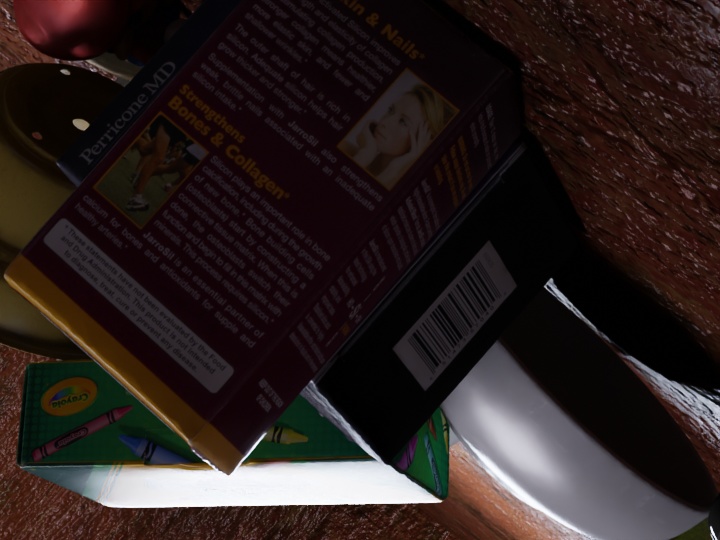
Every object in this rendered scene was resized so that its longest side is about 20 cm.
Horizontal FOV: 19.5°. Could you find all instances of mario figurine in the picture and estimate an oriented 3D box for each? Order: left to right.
[{"bbox_3d":[-0.120,-0.159,1.189,0.122,0.107,0.200,5,176,11],"label":"mario figurine"}]

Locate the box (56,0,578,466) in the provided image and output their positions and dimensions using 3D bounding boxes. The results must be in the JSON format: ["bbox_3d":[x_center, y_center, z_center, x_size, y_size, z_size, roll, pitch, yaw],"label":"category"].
[{"bbox_3d":[-0.021,-0.032,1.001,0.200,0.148,0.104,37,172,32],"label":"box"}]

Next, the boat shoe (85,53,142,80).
[{"bbox_3d":[-0.192,-0.194,1.327,0.200,0.072,0.066,33,-166,-6],"label":"boat shoe"}]

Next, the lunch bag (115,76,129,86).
[{"bbox_3d":[-0.090,-0.046,1.394,0.167,0.140,0.200,33,176,-27],"label":"lunch bag"}]

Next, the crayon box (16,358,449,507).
[{"bbox_3d":[-0.063,0.084,1.092,0.198,0.059,0.119,-3,163,17],"label":"crayon box"}]

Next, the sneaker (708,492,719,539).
[{"bbox_3d":[0.241,0.142,0.971,0.199,0.067,0.091,32,166,37],"label":"sneaker"}]

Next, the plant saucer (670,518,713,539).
[{"bbox_3d":[0.151,0.120,1.399,0.200,0.048,0.200,44,173,-18],"label":"plant saucer"}]

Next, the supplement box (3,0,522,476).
[{"bbox_3d":[-0.036,-0.030,0.878,0.110,0.200,0.086,39,174,15],"label":"supplement box"}]

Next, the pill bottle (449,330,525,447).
[{"bbox_3d":[0.000,0.000,1.188,0.200,0.114,0.114,51,170,-19],"label":"pill bottle"}]

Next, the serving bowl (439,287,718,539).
[{"bbox_3d":[0.093,0.072,1.088,0.200,0.066,0.200,41,-165,-13],"label":"serving bowl"}]

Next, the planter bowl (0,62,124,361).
[{"bbox_3d":[-0.161,-0.051,1.121,0.199,0.084,0.201,19,-144,-14],"label":"planter bowl"}]
